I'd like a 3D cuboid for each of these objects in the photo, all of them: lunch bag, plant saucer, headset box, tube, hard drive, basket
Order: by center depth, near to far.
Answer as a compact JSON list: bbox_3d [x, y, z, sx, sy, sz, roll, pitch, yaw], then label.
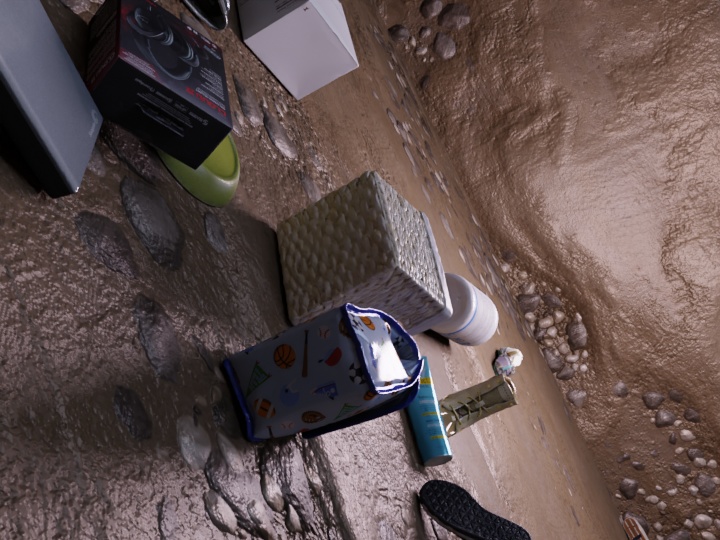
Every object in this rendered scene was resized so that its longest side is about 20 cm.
[{"bbox_3d":[-0.302,-0.183,0.718,0.140,0.033,0.200,-96,171,-49],"label":"hard drive"},{"bbox_3d":[-0.231,-0.219,0.909,0.149,0.077,0.200,30,30,-35],"label":"headset box"},{"bbox_3d":[-0.030,0.124,0.935,0.200,0.170,0.124,13,56,-69],"label":"lunch bag"},{"bbox_3d":[-0.216,-0.180,1.050,0.200,0.031,0.200,53,21,-31],"label":"plant saucer"},{"bbox_3d":[0.000,0.000,1.158,0.161,0.198,0.200,38,31,-47],"label":"basket"},{"bbox_3d":[0.108,0.237,1.378,0.077,0.050,0.200,8,51,-33],"label":"tube"}]

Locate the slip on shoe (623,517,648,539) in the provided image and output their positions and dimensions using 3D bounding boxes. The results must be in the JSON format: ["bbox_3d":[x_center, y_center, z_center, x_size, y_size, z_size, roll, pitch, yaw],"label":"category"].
[{"bbox_3d":[1.040,1.017,2.955,0.061,0.076,0.200,38,23,-42],"label":"slip on shoe"}]

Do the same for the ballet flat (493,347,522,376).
[{"bbox_3d":[0.418,0.252,2.220,0.072,0.072,0.200,64,17,-1],"label":"ballet flat"}]

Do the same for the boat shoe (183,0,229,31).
[{"bbox_3d":[-0.258,-0.454,1.235,0.200,0.072,0.071,41,24,-56],"label":"boat shoe"}]

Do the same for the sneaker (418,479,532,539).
[{"bbox_3d":[0.173,0.408,1.242,0.200,0.083,0.072,31,48,15],"label":"sneaker"}]

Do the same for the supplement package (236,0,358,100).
[{"bbox_3d":[-0.125,-0.480,1.528,0.191,0.147,0.200,42,28,-50],"label":"supplement package"}]

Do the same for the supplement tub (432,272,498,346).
[{"bbox_3d":[0.217,0.090,1.762,0.200,0.132,0.132,32,36,-59],"label":"supplement tub"}]

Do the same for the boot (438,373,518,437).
[{"bbox_3d":[0.205,0.250,1.461,0.073,0.155,0.200,67,18,8],"label":"boot"}]
